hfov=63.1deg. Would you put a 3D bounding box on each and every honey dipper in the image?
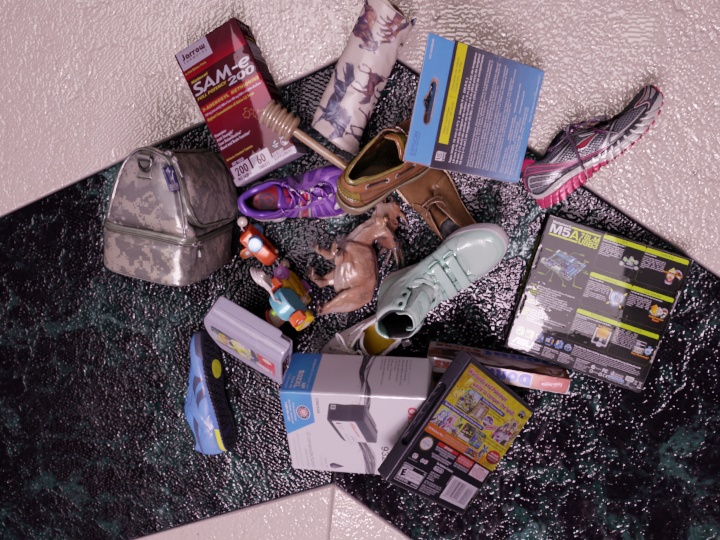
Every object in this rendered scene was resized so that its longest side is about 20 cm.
[{"bbox_3d":[-0.048,-0.158,0.799,0.198,0.038,0.038,36,104,-6],"label":"honey dipper"}]

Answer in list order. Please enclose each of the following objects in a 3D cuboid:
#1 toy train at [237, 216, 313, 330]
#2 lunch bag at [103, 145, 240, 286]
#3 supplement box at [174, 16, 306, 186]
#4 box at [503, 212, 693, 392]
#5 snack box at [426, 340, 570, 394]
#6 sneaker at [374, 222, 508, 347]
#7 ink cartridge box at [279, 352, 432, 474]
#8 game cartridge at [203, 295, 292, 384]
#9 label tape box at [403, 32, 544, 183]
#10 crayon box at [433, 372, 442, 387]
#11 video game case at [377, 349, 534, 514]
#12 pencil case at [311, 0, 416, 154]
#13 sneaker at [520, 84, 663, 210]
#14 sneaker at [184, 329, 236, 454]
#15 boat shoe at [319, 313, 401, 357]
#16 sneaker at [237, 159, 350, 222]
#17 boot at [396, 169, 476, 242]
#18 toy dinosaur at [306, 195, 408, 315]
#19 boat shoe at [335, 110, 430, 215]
[{"bbox_3d":[-0.132,0.014,0.830,0.055,0.201,0.150,-40,116,9],"label":"toy train"},{"bbox_3d":[-0.255,-0.086,0.817,0.136,0.200,0.172,10,103,8],"label":"lunch bag"},{"bbox_3d":[-0.170,-0.238,0.844,0.107,0.061,0.203,-25,94,13],"label":"supplement box"},{"bbox_3d":[0.321,0.043,0.812,0.196,0.047,0.198,17,100,8],"label":"box"},{"bbox_3d":[0.193,0.137,0.838,0.195,0.072,0.025,8,102,9],"label":"snack box"},{"bbox_3d":[0.102,0.024,0.747,0.198,0.119,0.074,-32,111,28],"label":"sneaker"},{"bbox_3d":[0.000,0.198,0.807,0.195,0.084,0.148,1,120,10],"label":"ink cartridge box"},{"bbox_3d":[-0.160,0.102,0.843,0.132,0.201,0.041,33,69,6],"label":"game cartridge"},{"bbox_3d":[0.129,-0.198,0.737,0.196,0.063,0.148,4,104,-33],"label":"label tape box"},{"bbox_3d":[0.101,0.221,0.881,0.195,0.052,0.129,12,102,9],"label":"crayon box"},{"bbox_3d":[0.134,0.221,0.776,0.199,0.025,0.182,38,87,-41],"label":"video game case"},{"bbox_3d":[0.001,-0.261,0.796,0.077,0.089,0.203,29,106,13],"label":"pencil case"},{"bbox_3d":[0.298,-0.167,0.760,0.199,0.081,0.075,-40,90,15],"label":"sneaker"},{"bbox_3d":[-0.256,0.198,0.937,0.076,0.066,0.205,-6,99,15],"label":"sneaker"},{"bbox_3d":[0.002,0.114,0.857,0.199,0.086,0.076,-31,82,13],"label":"boat shoe"},{"bbox_3d":[-0.082,-0.104,0.840,0.195,0.083,0.083,-13,98,10],"label":"sneaker"},{"bbox_3d":[0.104,-0.095,0.813,0.073,0.075,0.201,-40,90,16],"label":"boot"},{"bbox_3d":[0.000,0.000,0.851,0.132,0.086,0.204,1,121,-25],"label":"toy dinosaur"},{"bbox_3d":[0.050,-0.152,0.766,0.072,0.068,0.200,39,67,12],"label":"boat shoe"}]
